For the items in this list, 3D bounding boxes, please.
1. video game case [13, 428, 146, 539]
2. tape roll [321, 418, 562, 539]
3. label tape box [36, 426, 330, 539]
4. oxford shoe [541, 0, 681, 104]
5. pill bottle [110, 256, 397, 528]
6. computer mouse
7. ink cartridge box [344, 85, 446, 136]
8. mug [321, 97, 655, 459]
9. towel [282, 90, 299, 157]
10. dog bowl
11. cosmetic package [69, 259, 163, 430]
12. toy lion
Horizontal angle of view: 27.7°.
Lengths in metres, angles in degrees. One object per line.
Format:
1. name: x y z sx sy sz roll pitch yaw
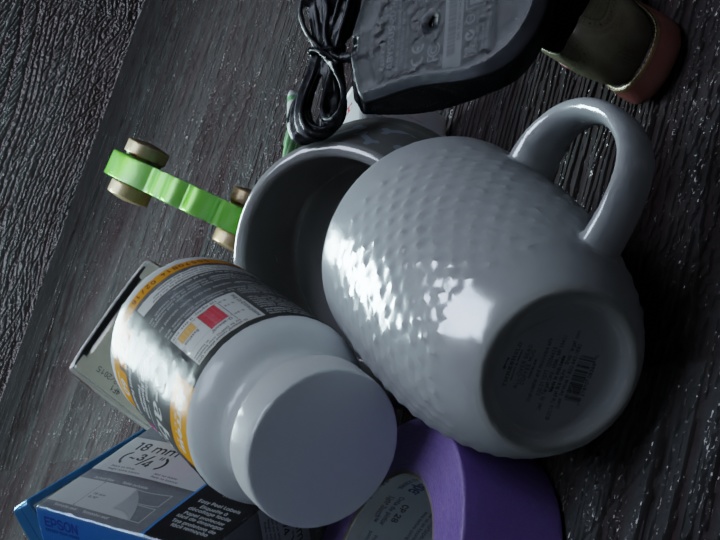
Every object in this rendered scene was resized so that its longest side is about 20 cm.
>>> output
1. video game case: -0.155 0.197 1.058 0.018 0.143 0.200 -33 -1 24
2. tape roll: 0.033 0.189 0.831 0.200 0.065 0.201 -54 23 36
3. label tape box: -0.087 0.143 0.949 0.144 0.200 0.064 7 116 35
4. oxford shoe: 0.135 -0.166 0.929 0.071 0.075 0.200 -64 19 12
5. pill bottle: -0.067 0.071 0.878 0.200 0.116 0.117 30 98 57
6. computer mouse: 0.045 -0.147 0.908 0.199 0.053 0.139 -4 72 42
7. ink cartridge box: 0.001 -0.027 1.126 0.146 0.084 0.201 -52 25 39
8. mug: 0.085 -0.001 0.783 0.200 0.147 0.175 -59 25 9
9. towel: -0.062 -0.040 1.298 0.153 0.023 0.201 80 -162 -58
10. dog bowl: 0.000 0.000 0.968 0.059 0.200 0.200 -17 -35 -55
11. cosmetic package: -0.129 0.067 1.110 0.104 0.087 0.200 -55 -13 -3
12. toy lion: -0.169 -0.072 1.487 0.192 0.199 0.069 -67 2 -89
